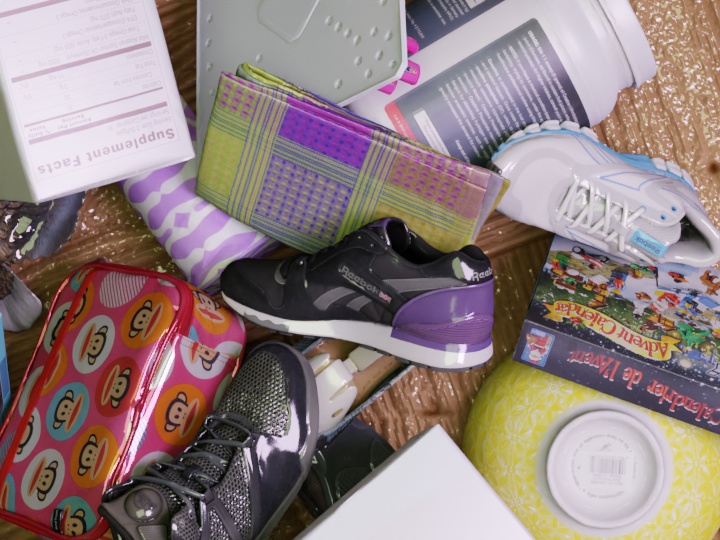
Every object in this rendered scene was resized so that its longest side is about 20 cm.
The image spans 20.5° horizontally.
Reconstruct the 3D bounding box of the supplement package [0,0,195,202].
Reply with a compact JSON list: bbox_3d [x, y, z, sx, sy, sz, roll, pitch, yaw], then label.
[{"bbox_3d":[-0.202,-0.154,1.301,0.117,0.117,0.201,-18,101,-24],"label":"supplement package"}]

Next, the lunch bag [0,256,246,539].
[{"bbox_3d":[-0.181,0.095,1.395,0.176,0.082,0.201,10,75,47],"label":"lunch bag"}]

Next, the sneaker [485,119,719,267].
[{"bbox_3d":[0.171,-0.043,1.347,0.199,0.087,0.075,8,120,-34],"label":"sneaker"}]

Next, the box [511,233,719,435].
[{"bbox_3d":[0.215,0.043,1.373,0.199,0.137,0.038,20,126,4],"label":"box"}]

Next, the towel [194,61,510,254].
[{"bbox_3d":[-0.010,-0.054,1.329,0.199,0.144,0.023,23,50,2],"label":"towel"}]

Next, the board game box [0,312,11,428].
[{"bbox_3d":[-0.319,0.057,1.376,0.151,0.200,0.047,24,64,4],"label":"board game box"}]

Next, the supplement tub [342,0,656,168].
[{"bbox_3d":[0.089,-0.138,1.382,0.200,0.140,0.141,-30,86,3],"label":"supplement tub"}]

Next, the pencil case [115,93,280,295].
[{"bbox_3d":[-0.136,-0.079,1.429,0.085,0.084,0.200,-33,87,-19],"label":"pencil case"}]

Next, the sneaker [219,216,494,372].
[{"bbox_3d":[0.000,0.000,1.329,0.199,0.076,0.088,12,111,23],"label":"sneaker"}]

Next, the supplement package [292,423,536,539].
[{"bbox_3d":[0.051,0.228,1.310,0.152,0.151,0.200,-40,87,-8],"label":"supplement package"}]

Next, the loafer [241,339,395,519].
[{"bbox_3d":[-0.021,0.139,1.430,0.072,0.063,0.200,-37,90,-28],"label":"loafer"}]

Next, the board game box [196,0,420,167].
[{"bbox_3d":[-0.038,-0.185,1.365,0.200,0.026,0.201,-23,59,40],"label":"board game box"}]

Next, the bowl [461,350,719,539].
[{"bbox_3d":[0.168,0.136,1.385,0.199,0.108,0.201,0,88,3],"label":"bowl"}]

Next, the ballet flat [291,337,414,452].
[{"bbox_3d":[-0.007,0.064,1.382,0.200,0.074,0.074,-40,86,-23],"label":"ballet flat"}]

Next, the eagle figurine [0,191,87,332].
[{"bbox_3d":[-0.273,-0.057,1.407,0.151,0.151,0.201,21,76,-14],"label":"eagle figurine"}]

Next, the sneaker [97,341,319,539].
[{"bbox_3d":[-0.099,0.134,1.299,0.076,0.114,0.200,25,86,34],"label":"sneaker"}]
